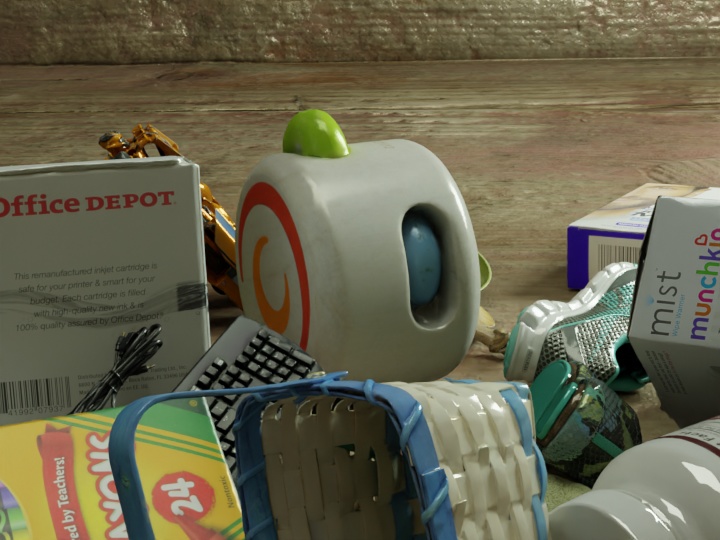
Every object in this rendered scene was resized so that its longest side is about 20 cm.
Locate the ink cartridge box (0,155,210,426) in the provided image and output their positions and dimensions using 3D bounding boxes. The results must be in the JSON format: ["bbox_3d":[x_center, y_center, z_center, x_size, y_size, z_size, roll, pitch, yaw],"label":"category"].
[{"bbox_3d":[-0.171,0.030,0.981,0.145,0.201,0.083,-4,9,-11],"label":"ink cartridge box"}]

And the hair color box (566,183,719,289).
[{"bbox_3d":[0.279,-0.031,1.439,0.109,0.065,0.200,6,15,30],"label":"hair color box"}]

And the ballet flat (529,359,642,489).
[{"bbox_3d":[0.138,0.100,0.964,0.074,0.075,0.200,-1,3,4],"label":"ballet flat"}]

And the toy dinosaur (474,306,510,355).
[{"bbox_3d":[0.065,0.014,1.262,0.101,0.058,0.200,24,22,-28],"label":"toy dinosaur"}]

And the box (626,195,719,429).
[{"bbox_3d":[0.267,0.048,0.905,0.176,0.097,0.200,6,-21,27],"label":"box"}]

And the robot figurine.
[{"bbox_3d":[-0.144,-0.049,1.327,0.058,0.200,0.145,-41,20,0],"label":"robot figurine"}]

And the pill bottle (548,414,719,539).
[{"bbox_3d":[0.184,0.128,0.759,0.200,0.113,0.113,-13,19,-35],"label":"pill bottle"}]

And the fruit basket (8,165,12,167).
[{"bbox_3d":[-0.248,-0.004,1.271,0.215,0.156,0.216,-18,17,6],"label":"fruit basket"}]

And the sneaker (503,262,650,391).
[{"bbox_3d":[0.189,0.054,1.149,0.091,0.078,0.200,26,31,29],"label":"sneaker"}]

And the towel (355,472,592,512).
[{"bbox_3d":[0.063,0.142,0.866,0.148,0.037,0.200,-13,18,-32],"label":"towel"}]

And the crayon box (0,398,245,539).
[{"bbox_3d":[-0.158,0.138,0.766,0.199,0.051,0.127,-9,52,-21],"label":"crayon box"}]

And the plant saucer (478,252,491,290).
[{"bbox_3d":[0.015,-0.005,1.361,0.199,0.031,0.200,10,21,-4],"label":"plant saucer"}]

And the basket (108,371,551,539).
[{"bbox_3d":[-0.010,0.131,0.677,0.200,0.177,0.139,-7,-2,-44],"label":"basket"}]

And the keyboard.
[{"bbox_3d":[-0.114,0.093,0.887,0.127,0.021,0.200,24,48,16],"label":"keyboard"}]

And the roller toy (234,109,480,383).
[{"bbox_3d":[0.000,0.000,1.129,0.139,0.200,0.183,-9,50,-23],"label":"roller toy"}]

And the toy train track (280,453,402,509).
[{"bbox_3d":[-0.014,0.105,0.897,0.114,0.033,0.200,-11,12,-22],"label":"toy train track"}]
